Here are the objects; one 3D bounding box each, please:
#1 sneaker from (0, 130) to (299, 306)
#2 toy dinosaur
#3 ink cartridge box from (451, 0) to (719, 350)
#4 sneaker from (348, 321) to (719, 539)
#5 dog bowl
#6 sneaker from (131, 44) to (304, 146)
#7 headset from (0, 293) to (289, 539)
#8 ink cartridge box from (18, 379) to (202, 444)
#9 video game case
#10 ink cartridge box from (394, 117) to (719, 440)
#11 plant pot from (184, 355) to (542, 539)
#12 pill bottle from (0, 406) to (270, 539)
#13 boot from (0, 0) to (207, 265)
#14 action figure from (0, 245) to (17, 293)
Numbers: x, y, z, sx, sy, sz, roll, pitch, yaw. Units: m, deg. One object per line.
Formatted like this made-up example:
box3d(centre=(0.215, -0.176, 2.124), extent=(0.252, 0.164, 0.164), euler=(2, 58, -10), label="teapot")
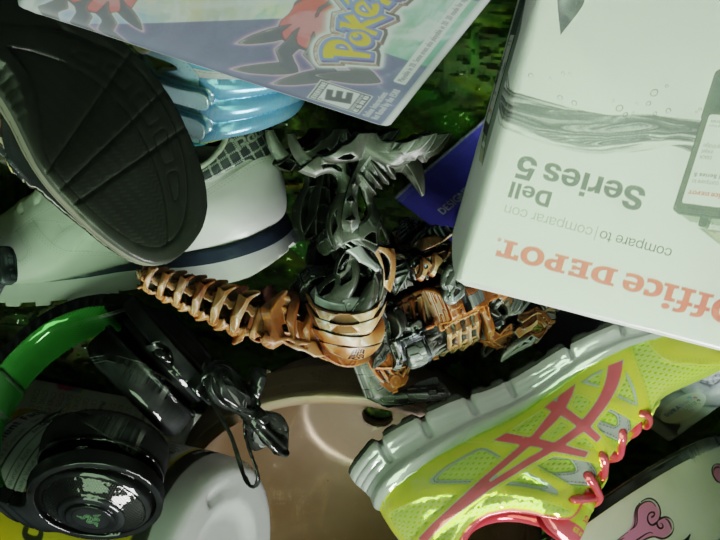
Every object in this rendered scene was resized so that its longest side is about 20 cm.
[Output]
box3d(centre=(-0.130, -0.032, 1.213), extent=(0.200, 0.076, 0.081), euler=(-9, 111, 19), label="sneaker")
box3d(centre=(0.000, 0.000, 1.128), extent=(0.102, 0.200, 0.136), euler=(7, 99, 50), label="toy dinosaur")
box3d(centre=(0.135, -0.077, 1.045), extent=(0.145, 0.084, 0.200), euler=(14, 106, -2), label="ink cartridge box")
box3d(centre=(0.100, 0.089, 1.156), extent=(0.200, 0.090, 0.078), euler=(-27, 165, -1), label="sneaker")
box3d(centre=(0.138, 0.176, 1.250), extent=(0.074, 0.200, 0.200), euler=(52, 133, 17), label="dog bowl")
box3d(centre=(-0.105, -0.124, 1.108), extent=(0.200, 0.080, 0.131), euler=(18, 132, -4), label="sneaker")
box3d(centre=(-0.117, 0.064, 1.128), extent=(0.200, 0.124, 0.094), euler=(7, 150, 37), label="headset")
box3d(centre=(-0.161, 0.131, 1.358), extent=(0.200, 0.068, 0.115), euler=(10, 132, 3), label="ink cartridge box")
box3d(centre=(-0.033, -0.139, 0.987), extent=(0.182, 0.023, 0.200), euler=(17, 150, -15), label="video game case")
box3d(centre=(0.149, -0.023, 1.173), extent=(0.200, 0.043, 0.198), euler=(34, 130, -18), label="ink cartridge box")
box3d(centre=(0.002, 0.108, 1.288), extent=(0.200, 0.093, 0.201), euler=(5, 133, 6), label="plant pot")
box3d(centre=(-0.157, 0.132, 1.226), extent=(0.200, 0.111, 0.111), euler=(11, 136, 27), label="pill bottle")
box3d(centre=(-0.167, -0.076, 1.118), extent=(0.204, 0.073, 0.154), euler=(48, 155, -7), label="boot")
box3d(centre=(-0.279, 0.016, 1.211), extent=(0.200, 0.105, 0.194), euler=(-42, 76, 37), label="action figure")
